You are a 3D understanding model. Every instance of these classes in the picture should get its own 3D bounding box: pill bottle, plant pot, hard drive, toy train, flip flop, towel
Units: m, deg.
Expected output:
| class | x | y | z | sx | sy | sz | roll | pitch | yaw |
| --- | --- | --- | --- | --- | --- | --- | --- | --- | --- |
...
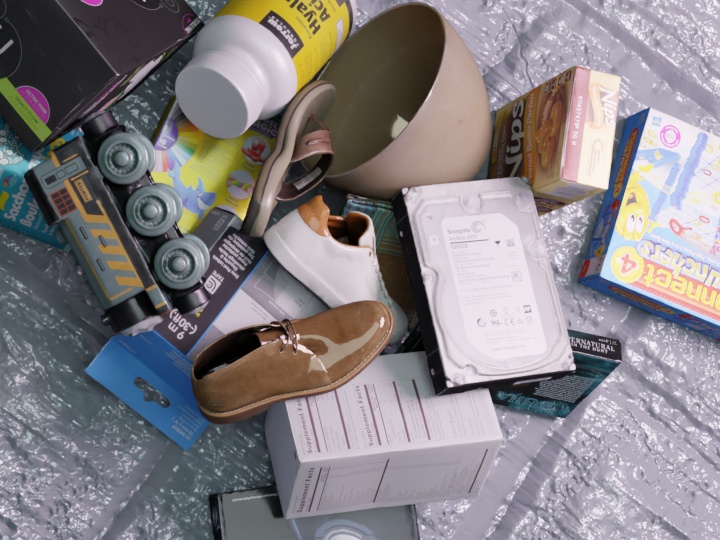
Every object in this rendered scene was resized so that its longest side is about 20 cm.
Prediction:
| class | x | y | z | sx | sy | sz | roll | pitch | yaw |
| --- | --- | --- | --- | --- | --- | --- | --- | --- | --- |
| pill bottle | -0.321 | -0.094 | 1.598 | 0.199 | 0.111 | 0.111 | 21 | 77 | -13 |
| pill bottle | -0.094 | -0.215 | 1.648 | 0.111 | 0.111 | 0.200 | 43 | 49 | -8 |
| plant pot | 0.053 | -0.146 | 1.692 | 0.134 | 0.200 | 0.201 | 34 | 73 | -34 |
| hard drive | 0.117 | 0.012 | 1.626 | 0.139 | 0.038 | 0.201 | -5 | 72 | -21 |
| toy train | -0.214 | -0.040 | 1.526 | 0.114 | 0.085 | 0.200 | -27 | 96 | 2 |
| flip flop | -0.058 | -0.102 | 1.610 | 0.057 | 0.081 | 0.200 | 19 | 44 | 4 |
| towel | 0.060 | 0.001 | 1.702 | 0.199 | 0.022 | 0.147 | 10 | 123 | -15 |

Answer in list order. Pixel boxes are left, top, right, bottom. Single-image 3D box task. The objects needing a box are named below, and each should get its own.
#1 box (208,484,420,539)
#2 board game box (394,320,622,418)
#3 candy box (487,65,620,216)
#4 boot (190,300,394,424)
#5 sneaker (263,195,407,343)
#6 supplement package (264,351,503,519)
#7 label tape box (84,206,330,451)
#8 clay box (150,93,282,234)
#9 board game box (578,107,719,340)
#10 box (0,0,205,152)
| class | x | y | z | sx | sy | sz | roll | pitch | yaw |
| --- | --- | --- | --- | --- | --- | --- | --- | --- | --- |
| box | -0.040 | 0.285 | 1.667 | 0.199 | 0.044 | 0.161 | -5 | 83 | -17 |
| board game box | 0.142 | 0.091 | 1.702 | 0.199 | 0.135 | 0.028 | 13 | 57 | -15 |
| candy box | 0.189 | -0.124 | 1.709 | 0.055 | 0.200 | 0.116 | 12 | 79 | -16 |
| boot | -0.062 | 0.073 | 1.561 | 0.200 | 0.076 | 0.074 | -25 | 54 | -8 |
| sneaker | 0.000 | 0.000 | 1.630 | 0.085 | 0.073 | 0.200 | -41 | 133 | 10 |
| supplement package | 0.019 | 0.155 | 1.635 | 0.199 | 0.114 | 0.110 | -4 | 54 | -16 |
| label tape box | -0.141 | 0.063 | 1.622 | 0.144 | 0.063 | 0.200 | 42 | 80 | -28 |
| clay box | -0.163 | -0.085 | 1.676 | 0.115 | 0.048 | 0.200 | 28 | 75 | -14 |
| board game box | 0.356 | -0.045 | 1.825 | 0.199 | 0.056 | 0.196 | 21 | 77 | -13 |
| box | -0.265 | -0.224 | 1.573 | 0.124 | 0.200 | 0.149 | -37 | 96 | 27 |
